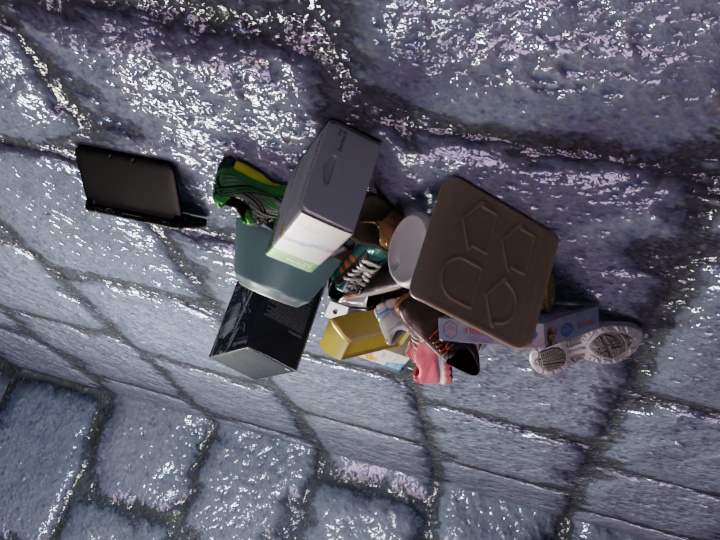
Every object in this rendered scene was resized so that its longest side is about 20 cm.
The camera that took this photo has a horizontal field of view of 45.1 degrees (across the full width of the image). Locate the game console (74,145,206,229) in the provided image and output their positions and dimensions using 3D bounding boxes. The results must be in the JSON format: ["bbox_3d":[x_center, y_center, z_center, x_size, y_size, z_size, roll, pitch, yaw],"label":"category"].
[{"bbox_3d":[-0.389,-0.148,1.561,0.196,0.119,0.176,12,-172,15],"label":"game console"}]

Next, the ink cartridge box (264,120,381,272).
[{"bbox_3d":[-0.057,-0.100,1.244,0.086,0.148,0.200,21,158,-12],"label":"ink cartridge box"}]

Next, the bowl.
[{"bbox_3d":[-0.140,-0.006,1.502,0.197,0.107,0.201,22,-179,0],"label":"bowl"}]

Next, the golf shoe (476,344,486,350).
[{"bbox_3d":[0.201,0.133,1.671,0.076,0.096,0.201,8,158,20],"label":"golf shoe"}]

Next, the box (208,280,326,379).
[{"bbox_3d":[-0.188,0.099,1.747,0.123,0.200,0.199,27,156,-25],"label":"box"}]

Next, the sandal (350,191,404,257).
[{"bbox_3d":[0.044,-0.058,1.346,0.054,0.083,0.199,17,166,42],"label":"sandal"}]

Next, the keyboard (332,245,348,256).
[{"bbox_3d":[-0.110,-0.077,1.525,0.198,0.011,0.056,31,154,-31],"label":"keyboard"}]

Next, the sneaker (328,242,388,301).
[{"bbox_3d":[0.000,0.000,1.520,0.070,0.081,0.200,22,154,-18],"label":"sneaker"}]

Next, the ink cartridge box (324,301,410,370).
[{"bbox_3d":[0.012,0.142,1.869,0.196,0.069,0.115,19,158,-2],"label":"ink cartridge box"}]

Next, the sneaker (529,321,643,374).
[{"bbox_3d":[0.390,0.114,1.519,0.196,0.100,0.079,-10,115,13],"label":"sneaker"}]

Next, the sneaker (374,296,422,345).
[{"bbox_3d":[0.121,0.078,1.544,0.197,0.088,0.075,-24,154,24],"label":"sneaker"}]

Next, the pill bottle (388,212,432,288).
[{"bbox_3d":[0.150,-0.012,1.317,0.197,0.115,0.112,13,163,-31],"label":"pill bottle"}]

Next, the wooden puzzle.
[{"bbox_3d":[0.174,-0.008,1.234,0.197,0.188,0.046,25,162,-17],"label":"wooden puzzle"}]

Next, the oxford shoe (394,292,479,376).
[{"bbox_3d":[0.139,0.109,1.483,0.199,0.071,0.073,37,-166,-26],"label":"oxford shoe"}]

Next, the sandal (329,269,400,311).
[{"bbox_3d":[0.024,0.043,1.596,0.204,0.079,0.060,-9,118,46],"label":"sandal"}]

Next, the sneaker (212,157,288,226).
[{"bbox_3d":[-0.150,-0.099,1.404,0.197,0.087,0.078,24,157,-17],"label":"sneaker"}]

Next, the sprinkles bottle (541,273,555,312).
[{"bbox_3d":[0.218,0.029,1.431,0.196,0.069,0.068,3,154,25],"label":"sprinkles bottle"}]

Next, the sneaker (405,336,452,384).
[{"bbox_3d":[0.125,0.136,1.640,0.085,0.074,0.204,-8,117,1],"label":"sneaker"}]

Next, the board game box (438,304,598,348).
[{"bbox_3d":[0.264,0.088,1.441,0.197,0.042,0.198,1,-173,41],"label":"board game box"}]

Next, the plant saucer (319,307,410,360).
[{"bbox_3d":[0.027,0.122,1.708,0.196,0.049,0.200,-13,162,-13],"label":"plant saucer"}]
